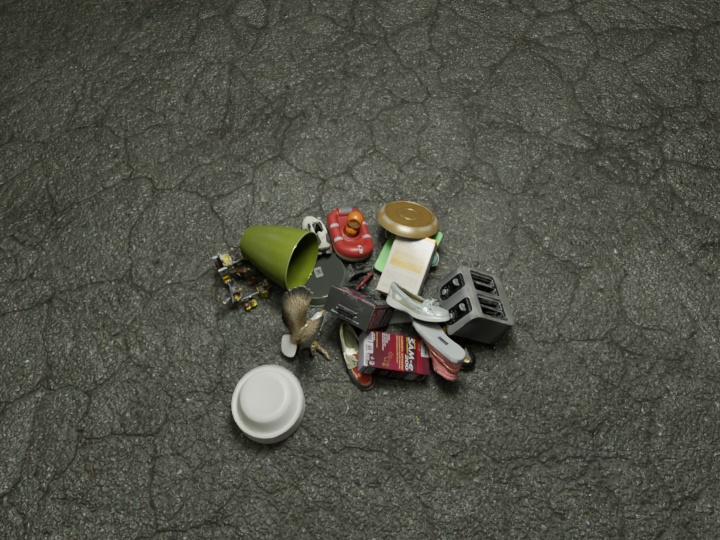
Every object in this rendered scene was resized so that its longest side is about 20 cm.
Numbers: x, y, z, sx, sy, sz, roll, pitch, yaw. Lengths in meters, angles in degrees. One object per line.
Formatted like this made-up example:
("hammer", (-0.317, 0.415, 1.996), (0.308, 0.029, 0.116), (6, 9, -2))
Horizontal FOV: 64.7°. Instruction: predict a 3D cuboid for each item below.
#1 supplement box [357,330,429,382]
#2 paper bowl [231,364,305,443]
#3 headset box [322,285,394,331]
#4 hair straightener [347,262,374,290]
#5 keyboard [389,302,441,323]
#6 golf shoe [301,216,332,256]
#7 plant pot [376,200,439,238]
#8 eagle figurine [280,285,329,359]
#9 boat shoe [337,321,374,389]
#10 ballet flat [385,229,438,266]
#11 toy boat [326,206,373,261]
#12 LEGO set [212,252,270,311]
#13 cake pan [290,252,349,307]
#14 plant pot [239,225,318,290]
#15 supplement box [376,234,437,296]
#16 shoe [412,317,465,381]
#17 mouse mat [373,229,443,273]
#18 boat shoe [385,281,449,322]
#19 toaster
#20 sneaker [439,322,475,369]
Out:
("supplement box", (0.093, 0.240, 1.595), (0.196, 0.061, 0.111), (10, 59, -16))
("paper bowl", (-0.252, 0.357, 1.546), (0.196, 0.105, 0.204), (0, 60, 0))
("headset box", (-0.004, 0.105, 1.616), (0.147, 0.199, 0.076), (25, 97, 21))
("hair straightener", (0.000, 0.000, 1.716), (0.077, 0.041, 0.200), (42, 24, 3))
("keyboard", (0.166, 0.128, 1.720), (0.195, 0.011, 0.057), (-4, 65, -1))
("golf shoe", (-0.137, -0.132, 1.810), (0.076, 0.089, 0.201), (-16, 39, -15))
("plant pot", (0.148, -0.164, 1.745), (0.195, 0.028, 0.202), (7, 36, -5))
("eagle figurine", (-0.156, 0.155, 1.598), (0.148, 0.201, 0.154), (9, 63, 10))
("boat shoe", (-0.014, 0.242, 1.628), (0.070, 0.063, 0.203), (-17, 63, -11))
("ballet flat", (0.166, -0.078, 1.803), (0.198, 0.070, 0.070), (33, 66, 15))
("toy boat", (-0.025, -0.132, 1.790), (0.128, 0.132, 0.203), (-7, 59, -20))
("LEGO set", (-0.365, 0.010, 1.735), (0.151, 0.117, 0.203), (-18, 62, -9))
("cake pan", (-0.132, 0.016, 1.773), (0.195, 0.037, 0.204), (-1, 60, 1))
("plant pot", (-0.255, -0.058, 1.697), (0.197, 0.188, 0.189), (21, 62, 18))
("supplement box", (0.142, -0.008, 1.716), (0.124, 0.074, 0.204), (20, 82, 15))
("shoe", (0.206, 0.214, 1.578), (0.070, 0.092, 0.200), (-16, 43, -33))
("mouse mat", (0.149, -0.062, 1.767), (0.159, 0.008, 0.203), (27, 87, 15))
("boat shoe", (0.162, 0.092, 1.600), (0.199, 0.066, 0.074), (22, 17, 34))
("toaster", (0.332, 0.106, 1.629), (0.197, 0.119, 0.184), (16, 48, -29))
("sneaker", (0.249, 0.200, 1.629), (0.070, 0.091, 0.199), (-40, 67, -20))
